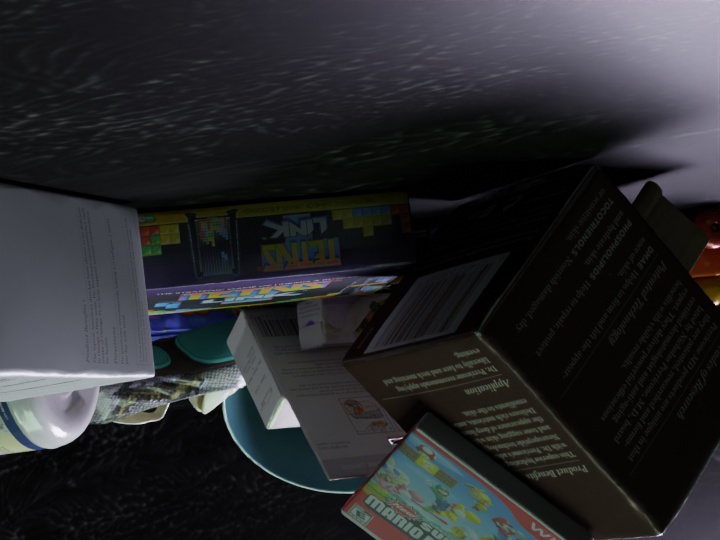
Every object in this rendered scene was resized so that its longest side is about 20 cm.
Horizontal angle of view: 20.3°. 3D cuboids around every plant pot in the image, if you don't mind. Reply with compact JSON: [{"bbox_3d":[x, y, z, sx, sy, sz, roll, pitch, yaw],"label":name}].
[{"bbox_3d":[-0.017,0.084,1.818,0.200,0.200,0.135,-8,-143,12],"label":"plant pot"}]

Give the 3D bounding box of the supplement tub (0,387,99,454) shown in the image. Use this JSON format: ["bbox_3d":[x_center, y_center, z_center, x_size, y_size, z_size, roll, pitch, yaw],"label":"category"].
[{"bbox_3d":[-0.306,0.067,1.465,0.200,0.145,0.145,-8,173,16],"label":"supplement tub"}]

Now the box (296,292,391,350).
[{"bbox_3d":[0.044,0.037,1.592,0.200,0.039,0.041,-2,173,-33],"label":"box"}]

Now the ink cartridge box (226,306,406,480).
[{"bbox_3d":[0.017,0.101,1.581,0.200,0.176,0.045,-2,137,-32],"label":"ink cartridge box"}]

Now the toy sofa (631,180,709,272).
[{"bbox_3d":[0.162,0.002,1.520,0.083,0.098,0.200,-51,-174,-30],"label":"toy sofa"}]

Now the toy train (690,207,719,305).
[{"bbox_3d":[0.286,0.010,1.674,0.200,0.116,0.085,-4,173,-15],"label":"toy train"}]

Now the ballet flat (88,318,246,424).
[{"bbox_3d":[-0.147,0.085,1.618,0.200,0.072,0.072,-11,176,-26],"label":"ballet flat"}]

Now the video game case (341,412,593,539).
[{"bbox_3d":[0.071,0.181,1.437,0.017,0.143,0.200,-52,178,-29],"label":"video game case"}]

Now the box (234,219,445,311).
[{"bbox_3d":[0.000,0.000,1.611,0.200,0.049,0.160,-7,172,5],"label":"box"}]

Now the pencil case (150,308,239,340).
[{"bbox_3d":[-0.181,0.054,1.749,0.087,0.078,0.200,16,-174,30],"label":"pencil case"}]

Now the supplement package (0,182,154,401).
[{"bbox_3d":[-0.229,0.017,1.231,0.117,0.117,0.200,-9,172,23],"label":"supplement package"}]

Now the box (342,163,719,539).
[{"bbox_3d":[0.133,0.064,1.388,0.166,0.200,0.164,-16,-148,54],"label":"box"}]

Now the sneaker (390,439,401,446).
[{"bbox_3d":[0.016,0.128,1.708,0.076,0.088,0.200,-24,124,21],"label":"sneaker"}]

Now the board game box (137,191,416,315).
[{"bbox_3d":[-0.074,-0.009,1.425,0.200,0.057,0.165,-5,174,-10],"label":"board game box"}]

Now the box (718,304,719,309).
[{"bbox_3d":[0.290,0.021,1.822,0.182,0.104,0.200,-6,174,-14],"label":"box"}]
